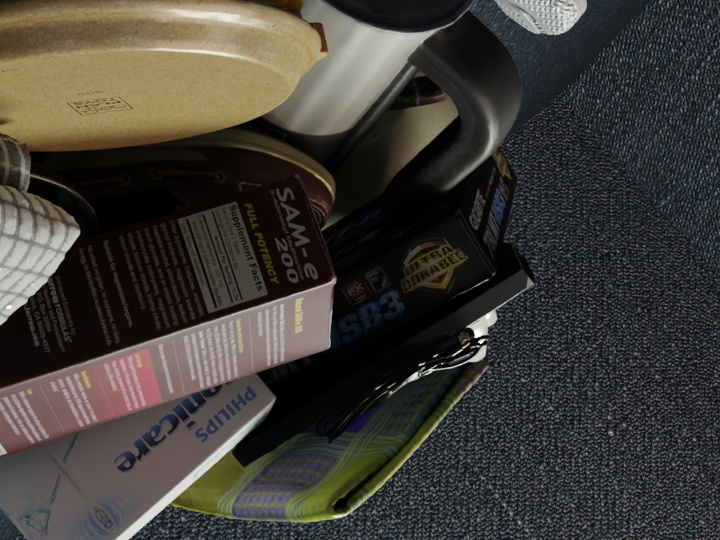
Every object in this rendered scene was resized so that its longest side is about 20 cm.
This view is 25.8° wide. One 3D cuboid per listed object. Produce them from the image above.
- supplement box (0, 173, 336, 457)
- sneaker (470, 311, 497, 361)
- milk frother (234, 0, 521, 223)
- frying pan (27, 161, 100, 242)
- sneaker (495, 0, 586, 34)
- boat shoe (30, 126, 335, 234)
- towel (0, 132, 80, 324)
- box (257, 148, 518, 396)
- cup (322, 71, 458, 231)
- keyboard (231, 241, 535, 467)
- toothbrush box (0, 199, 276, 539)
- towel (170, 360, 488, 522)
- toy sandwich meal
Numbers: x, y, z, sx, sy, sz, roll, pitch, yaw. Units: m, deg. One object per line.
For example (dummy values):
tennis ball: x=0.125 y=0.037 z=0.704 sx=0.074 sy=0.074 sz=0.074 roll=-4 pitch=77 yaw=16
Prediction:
supplement box: x=-0.114 y=0.027 z=0.753 sx=0.199 sy=0.061 sz=0.109 roll=-17 pitch=162 yaw=-9
sneaker: x=0.041 y=0.028 z=1.083 sx=0.088 sy=0.076 sz=0.200 roll=-15 pitch=168 yaw=-1
milk frother: x=0.007 y=-0.149 z=0.884 sx=0.188 sy=0.180 sz=0.201 roll=-45 pitch=-155 yaw=53
frying pan: x=-0.205 y=-0.003 z=0.737 sx=0.189 sy=0.031 sz=0.115 roll=-30 pitch=146 yaw=31
sneaker: x=0.099 y=-0.223 z=0.957 sx=0.115 sy=0.075 sz=0.200 roll=-51 pitch=-146 yaw=6
boat shoe: x=-0.099 y=-0.033 z=0.810 sx=0.199 sy=0.072 sz=0.072 roll=11 pitch=147 yaw=-36
towel: x=-0.224 y=0.017 z=0.582 sx=0.200 sy=0.086 sz=0.165 roll=-42 pitch=166 yaw=10
box: x=0.000 y=0.000 z=0.982 sx=0.199 sy=0.050 sz=0.199 roll=-30 pitch=-168 yaw=18
cup: x=-0.005 y=-0.096 z=1.132 sx=0.200 sy=0.200 sz=0.143 roll=-40 pitch=157 yaw=-12
keyboard: x=0.013 y=0.054 z=0.895 sx=0.199 sy=0.021 sz=0.127 roll=-33 pitch=-167 yaw=8
toothbrush box: x=-0.166 y=0.049 z=0.853 sx=0.146 sy=0.200 sz=0.085 roll=-39 pitch=176 yaw=-16
towel: x=-0.028 y=0.093 z=0.931 sx=0.144 sy=0.023 sz=0.199 roll=-45 pitch=-159 yaw=-27
toy sandwich meal: x=-0.103 y=-0.100 z=0.636 sx=0.204 sy=0.071 sz=0.205 roll=-6 pitch=173 yaw=-1
